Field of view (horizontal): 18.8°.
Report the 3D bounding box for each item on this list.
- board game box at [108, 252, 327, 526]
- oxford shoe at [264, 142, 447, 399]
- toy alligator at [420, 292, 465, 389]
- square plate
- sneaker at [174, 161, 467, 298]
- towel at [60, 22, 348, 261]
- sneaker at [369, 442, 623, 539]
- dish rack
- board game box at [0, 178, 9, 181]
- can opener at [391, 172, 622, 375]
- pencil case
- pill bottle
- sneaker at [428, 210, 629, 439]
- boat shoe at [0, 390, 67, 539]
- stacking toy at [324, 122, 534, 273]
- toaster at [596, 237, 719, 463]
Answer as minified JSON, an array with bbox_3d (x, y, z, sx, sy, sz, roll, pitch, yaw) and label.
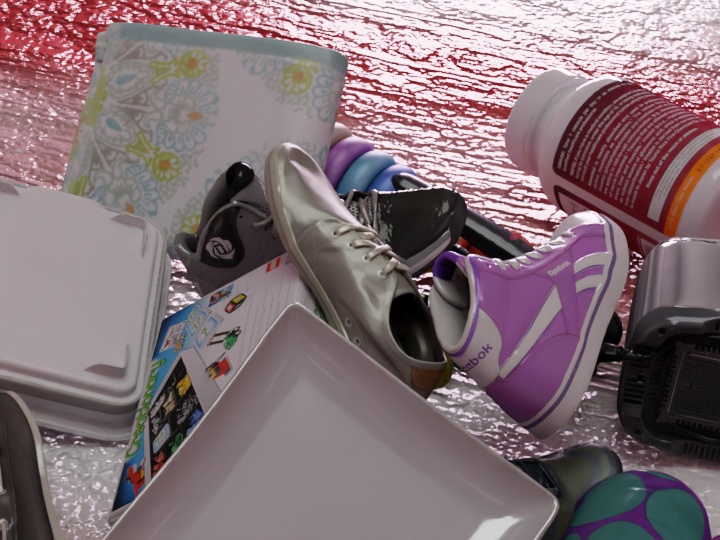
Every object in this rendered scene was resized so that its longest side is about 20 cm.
[{"bbox_3d":[-0.084,0.076,1.360,0.126,0.035,0.201,-27,29,24],"label":"board game box"},{"bbox_3d":[0.000,0.000,1.378,0.075,0.058,0.201,2,55,-53],"label":"oxford shoe"},{"bbox_3d":[0.009,0.034,1.491,0.199,0.055,0.059,12,33,13],"label":"toy alligator"},{"bbox_3d":[-0.018,0.149,1.220,0.198,0.028,0.200,37,63,3],"label":"square plate"},{"bbox_3d":[-0.035,-0.033,1.457,0.199,0.116,0.075,-23,33,12],"label":"sneaker"},{"bbox_3d":[-0.118,-0.090,1.585,0.199,0.172,0.048,8,-12,19],"label":"towel"},{"bbox_3d":[0.078,0.138,1.311,0.199,0.081,0.074,-16,38,-29],"label":"sneaker"},{"bbox_3d":[-0.209,0.014,1.447,0.170,0.044,0.201,14,42,-11],"label":"dish rack"},{"bbox_3d":[-0.346,-0.008,1.513,0.199,0.062,0.200,15,33,17],"label":"board game box"},{"bbox_3d":[0.096,-0.001,1.502,0.200,0.064,0.079,42,15,15],"label":"can opener"},{"bbox_3d":[0.144,0.197,1.223,0.092,0.086,0.200,17,33,10],"label":"pencil case"},{"bbox_3d":[0.208,-0.077,1.633,0.113,0.114,0.200,-24,42,-37],"label":"pill bottle"},{"bbox_3d":[0.105,0.004,1.392,0.114,0.073,0.201,37,36,-11],"label":"sneaker"},{"bbox_3d":[-0.214,0.140,1.291,0.057,0.067,0.200,-4,36,-20],"label":"boat shoe"},{"bbox_3d":[0.043,-0.034,1.589,0.199,0.086,0.085,26,38,22],"label":"stacking toy"},{"bbox_3d":[0.247,0.053,1.434,0.198,0.114,0.129,10,29,3],"label":"toaster"}]
